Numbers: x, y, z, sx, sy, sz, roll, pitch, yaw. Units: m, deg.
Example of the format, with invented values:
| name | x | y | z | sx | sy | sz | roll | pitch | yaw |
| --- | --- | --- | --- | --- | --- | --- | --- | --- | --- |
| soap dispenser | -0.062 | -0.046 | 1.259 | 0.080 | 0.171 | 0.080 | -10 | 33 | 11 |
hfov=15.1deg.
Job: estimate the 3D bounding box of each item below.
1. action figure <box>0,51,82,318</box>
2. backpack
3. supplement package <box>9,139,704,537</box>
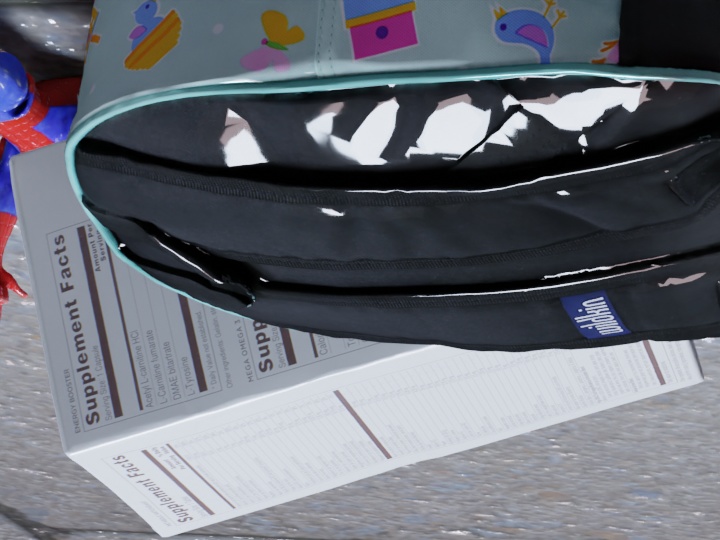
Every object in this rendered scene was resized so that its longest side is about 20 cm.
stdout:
| name | x | y | z | sx | sy | sz | roll | pitch | yaw |
| --- | --- | --- | --- | --- | --- | --- | --- | --- | --- |
| action figure | -0.141 | -0.043 | 0.949 | 0.065 | 0.099 | 0.200 | -5 | 161 | 36 |
| backpack | 0.023 | -0.058 | 0.747 | 0.199 | 0.154 | 0.176 | -10 | 155 | 16 |
| supplement package | 0.000 | 0.000 | 0.909 | 0.199 | 0.110 | 0.114 | -16 | 157 | 7 |
